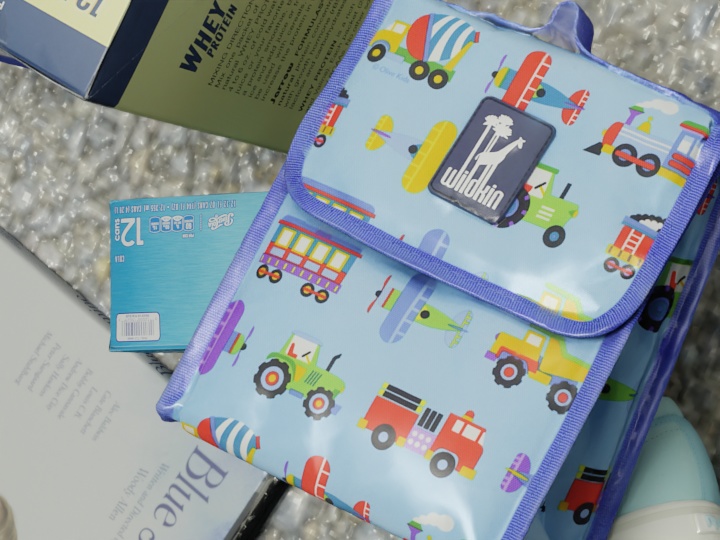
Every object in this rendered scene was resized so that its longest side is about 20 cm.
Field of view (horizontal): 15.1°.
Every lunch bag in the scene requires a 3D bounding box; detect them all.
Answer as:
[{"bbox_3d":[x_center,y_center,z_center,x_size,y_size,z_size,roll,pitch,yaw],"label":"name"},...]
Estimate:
[{"bbox_3d":[0.044,-0.002,0.991,0.150,0.094,0.200,23,88,26],"label":"lunch bag"}]

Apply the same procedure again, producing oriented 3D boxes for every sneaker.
[{"bbox_3d":[0.050,0.107,1.060,0.200,0.074,0.082,-21,59,20],"label":"sneaker"}]

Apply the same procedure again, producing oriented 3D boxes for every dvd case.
[{"bbox_3d":[-0.138,0.087,1.179,0.200,0.018,0.143,38,102,24],"label":"dvd case"}]

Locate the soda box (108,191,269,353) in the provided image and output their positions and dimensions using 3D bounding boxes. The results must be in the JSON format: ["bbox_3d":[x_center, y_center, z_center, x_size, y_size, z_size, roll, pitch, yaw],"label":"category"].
[{"bbox_3d":[0.000,0.000,1.088,0.200,0.068,0.064,-2,87,27],"label":"soda box"}]

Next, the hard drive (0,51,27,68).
[{"bbox_3d":[-0.193,-0.148,1.126,0.025,0.200,0.132,-38,70,19],"label":"hard drive"}]

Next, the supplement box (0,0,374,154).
[{"bbox_3d":[-0.063,-0.167,1.061,0.134,0.200,0.200,30,99,26],"label":"supplement box"}]
